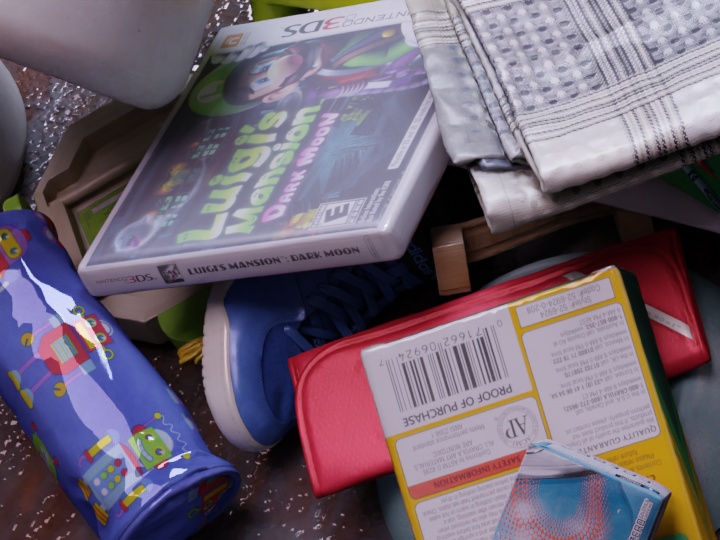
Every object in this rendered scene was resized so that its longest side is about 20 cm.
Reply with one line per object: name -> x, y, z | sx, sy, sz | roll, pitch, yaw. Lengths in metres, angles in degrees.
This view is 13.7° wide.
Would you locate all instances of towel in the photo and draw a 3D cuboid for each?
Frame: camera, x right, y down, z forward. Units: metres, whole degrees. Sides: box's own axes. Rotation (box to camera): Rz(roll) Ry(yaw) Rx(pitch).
towel -> 0.123, -0.115, 1.380 | 0.199, 0.035, 0.193 | -20, 45, 2

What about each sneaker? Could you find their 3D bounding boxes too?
sneaker -> -0.001, -0.001, 1.490 | 0.111, 0.077, 0.201 | -4, 48, 36

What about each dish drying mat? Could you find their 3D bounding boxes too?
dish drying mat -> 0.063, 0.042, 1.414 | 0.199, 0.018, 0.077 | -19, 62, 12

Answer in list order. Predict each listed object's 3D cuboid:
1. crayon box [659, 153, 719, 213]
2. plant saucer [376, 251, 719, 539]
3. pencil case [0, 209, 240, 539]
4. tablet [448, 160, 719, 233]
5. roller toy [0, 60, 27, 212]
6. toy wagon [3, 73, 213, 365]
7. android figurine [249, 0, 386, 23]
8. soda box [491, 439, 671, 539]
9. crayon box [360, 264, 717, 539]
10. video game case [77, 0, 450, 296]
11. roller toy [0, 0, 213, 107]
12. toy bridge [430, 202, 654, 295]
crayon box -> 0.213, -0.116, 1.416 | 0.200, 0.058, 0.119 | -40, 49, -19
plant saucer -> 0.094, 0.066, 1.423 | 0.199, 0.036, 0.201 | -13, 53, 18
pencil case -> -0.141, 0.059, 1.493 | 0.078, 0.087, 0.200 | -29, 63, -18
tablet -> 0.145, -0.079, 1.455 | 0.199, 0.014, 0.130 | 15, 54, 30
roller toy -> -0.292, -0.085, 1.656 | 0.199, 0.140, 0.183 | 10, 62, 32
toy wagon -> -0.100, -0.019, 1.580 | 0.155, 0.040, 0.200 | -29, 50, 5
android figurine -> -0.030, -0.199, 1.575 | 0.181, 0.201, 0.041 | 12, 34, 32
soda box -> 0.067, 0.175, 1.279 | 0.063, 0.068, 0.201 | 21, 92, 9
crayon box -> 0.090, 0.113, 1.341 | 0.125, 0.052, 0.201 | -18, 81, 14
video game case -> -0.028, -0.068, 1.492 | 0.181, 0.023, 0.200 | -7, 38, 31
roller toy -> -0.157, -0.173, 1.510 | 0.200, 0.182, 0.140 | -151, 81, -77
toy bridge -> 0.132, -0.029, 1.458 | 0.199, 0.027, 0.067 | -12, 19, 3
